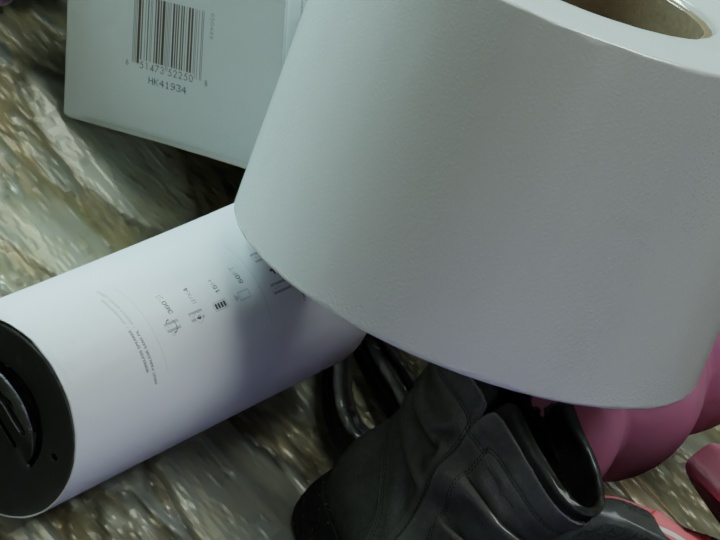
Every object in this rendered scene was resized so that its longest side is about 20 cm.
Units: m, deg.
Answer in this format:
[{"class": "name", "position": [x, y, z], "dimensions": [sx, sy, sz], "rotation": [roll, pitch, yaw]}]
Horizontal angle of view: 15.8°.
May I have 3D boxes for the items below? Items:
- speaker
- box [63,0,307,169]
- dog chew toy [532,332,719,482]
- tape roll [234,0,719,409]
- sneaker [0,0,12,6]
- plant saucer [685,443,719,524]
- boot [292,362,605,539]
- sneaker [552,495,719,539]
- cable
[{"class": "speaker", "position": [-0.080, 0.028, 1.027], "dimensions": [0.081, 0.081, 0.200], "rotation": [49, 36, 12]}, {"class": "box", "position": [-0.023, -0.120, 1.181], "dimensions": [0.124, 0.098, 0.200], "rotation": [17, 23, 33]}, {"class": "dog chew toy", "position": [0.109, 0.038, 1.164], "dimensions": [0.125, 0.125, 0.200], "rotation": [45, 44, 7]}, {"class": "tape roll", "position": [0.065, -0.053, 1.021], "dimensions": [0.202, 0.140, 0.203], "rotation": [19, 18, -6]}, {"class": "sneaker", "position": [-0.153, -0.175, 1.188], "dimensions": [0.200, 0.081, 0.089], "rotation": [-4, 47, -50]}, {"class": "plant saucer", "position": [0.219, 0.146, 1.109], "dimensions": [0.201, 0.051, 0.201], "rotation": [52, 1, -1]}, {"class": "boot", "position": [0.050, 0.124, 1.000], "dimensions": [0.068, 0.131, 0.200], "rotation": [0, 52, -42]}, {"class": "sneaker", "position": [0.127, 0.140, 1.096], "dimensions": [0.200, 0.074, 0.087], "rotation": [39, 16, -40]}, {"class": "cable", "position": [0.000, 0.000, 1.155], "dimensions": [0.097, 0.050, 0.200], "rotation": [25, 36, -17]}]
